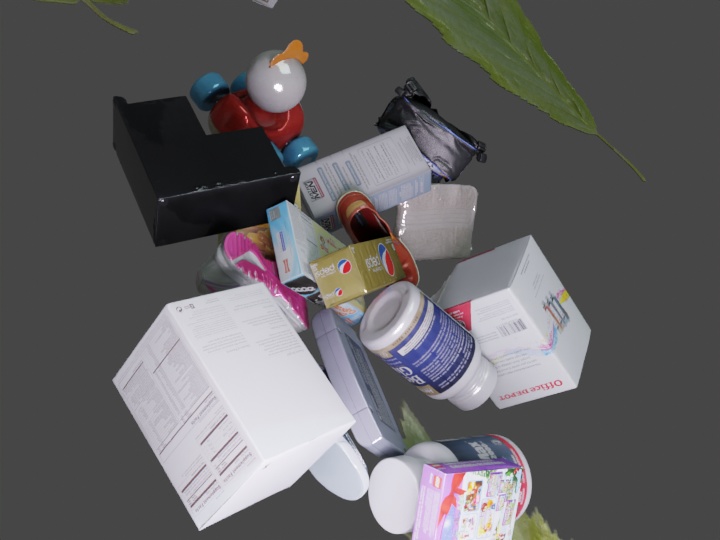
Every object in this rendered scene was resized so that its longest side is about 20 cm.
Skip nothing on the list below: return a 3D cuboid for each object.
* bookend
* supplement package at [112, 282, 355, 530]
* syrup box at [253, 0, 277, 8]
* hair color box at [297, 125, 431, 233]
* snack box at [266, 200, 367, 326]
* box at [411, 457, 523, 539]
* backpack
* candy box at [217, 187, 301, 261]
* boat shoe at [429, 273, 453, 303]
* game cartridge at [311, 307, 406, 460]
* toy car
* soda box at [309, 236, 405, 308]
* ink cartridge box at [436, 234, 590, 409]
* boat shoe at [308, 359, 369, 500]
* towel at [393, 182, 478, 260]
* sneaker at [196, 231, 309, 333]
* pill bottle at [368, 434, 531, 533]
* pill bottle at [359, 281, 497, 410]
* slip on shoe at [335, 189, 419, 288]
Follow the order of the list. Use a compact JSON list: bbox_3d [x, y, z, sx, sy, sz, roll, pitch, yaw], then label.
[{"bbox_3d":[-0.216,-0.153,1.270,0.197,0.092,0.201,-14,56,-26],"label":"bookend"},{"bbox_3d":[-0.144,0.146,1.039,0.151,0.151,0.201,-13,62,-50],"label":"supplement package"},{"bbox_3d":[-0.160,-0.617,1.789,0.081,0.200,0.079,16,42,-29],"label":"syrup box"},{"bbox_3d":[0.003,-0.142,1.466,0.199,0.061,0.099,-23,62,-9],"label":"hair color box"},{"bbox_3d":[-0.057,-0.006,1.302,0.200,0.037,0.117,37,34,-56],"label":"snack box"},{"bbox_3d":[0.118,0.325,1.088,0.136,0.202,0.039,6,5,-41],"label":"box"},{"bbox_3d":[0.110,-0.232,1.669,0.200,0.154,0.191,40,14,-8],"label":"backpack"},{"bbox_3d":[-0.144,-0.063,1.343,0.115,0.055,0.201,22,41,-28],"label":"candy box"},{"bbox_3d":[0.175,0.034,1.539,0.074,0.065,0.200,44,35,4],"label":"boat shoe"},{"bbox_3d":[-0.004,0.151,1.216,0.133,0.041,0.201,42,21,-57],"label":"game cartridge"},{"bbox_3d":[-0.132,-0.279,1.459,0.176,0.200,0.185,-19,67,-51],"label":"toy car"},{"bbox_3d":[0.000,0.000,1.292,0.068,0.064,0.200,68,19,1],"label":"soda box"},{"bbox_3d":[0.237,0.082,1.424,0.201,0.145,0.145,55,38,-18],"label":"ink cartridge box"},{"bbox_3d":[-0.044,0.187,1.161,0.200,0.071,0.091,48,37,10],"label":"boat shoe"},{"bbox_3d":[0.130,-0.082,1.577,0.034,0.134,0.199,15,14,43],"label":"towel"},{"bbox_3d":[-0.142,0.027,1.232,0.200,0.088,0.082,42,29,-41],"label":"sneaker"},{"bbox_3d":[0.113,0.275,1.178,0.199,0.120,0.120,3,50,-42],"label":"pill bottle"},{"bbox_3d":[0.103,0.115,1.333,0.200,0.111,0.111,39,33,-24],"label":"pill bottle"},{"bbox_3d":[0.030,-0.035,1.425,0.201,0.074,0.061,56,0,-30],"label":"slip on shoe"}]
